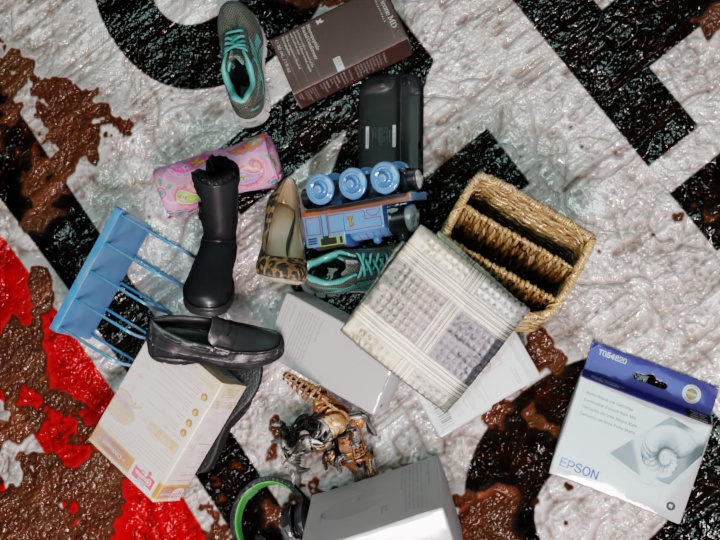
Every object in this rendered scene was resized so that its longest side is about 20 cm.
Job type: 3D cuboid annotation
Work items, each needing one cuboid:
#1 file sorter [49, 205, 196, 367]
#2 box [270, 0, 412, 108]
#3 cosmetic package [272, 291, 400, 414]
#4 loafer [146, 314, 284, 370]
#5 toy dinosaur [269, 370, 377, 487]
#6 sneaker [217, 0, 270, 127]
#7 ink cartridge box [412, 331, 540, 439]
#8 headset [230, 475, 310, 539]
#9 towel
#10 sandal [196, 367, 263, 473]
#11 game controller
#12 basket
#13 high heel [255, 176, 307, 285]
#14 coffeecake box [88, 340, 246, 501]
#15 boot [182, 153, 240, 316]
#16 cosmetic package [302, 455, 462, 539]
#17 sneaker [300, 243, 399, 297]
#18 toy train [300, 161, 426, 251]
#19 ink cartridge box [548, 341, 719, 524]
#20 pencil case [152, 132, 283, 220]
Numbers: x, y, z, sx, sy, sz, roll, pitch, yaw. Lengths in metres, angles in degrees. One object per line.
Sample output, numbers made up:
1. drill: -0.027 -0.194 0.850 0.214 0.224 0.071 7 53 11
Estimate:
1. file sorter: -0.346 0.032 1.610 0.121 0.139 0.202 28 87 10
2. box: -0.029 -0.344 1.651 0.197 0.075 0.102 -26 78 2
3. cosmetic package: -0.033 0.117 1.561 0.198 0.074 0.103 28 101 19
4. loafer: -0.204 0.097 1.518 0.196 0.071 0.069 3 42 -8
5. toy dinosaur: -0.054 0.229 1.548 0.134 0.102 0.202 -31 89 7
6. sneaker: -0.183 -0.329 1.654 0.076 0.091 0.204 -14 80 5
7. ink cartridge box: 0.141 0.115 1.571 0.172 0.044 0.202 -30 78 1
8. headset: -0.113 0.389 1.543 0.123 0.094 0.200 -42 67 1
9. towel: 0.100 0.064 1.471 0.199 0.035 0.194 38 99 -5
10. sandal: -0.206 0.209 1.612 0.075 0.048 0.202 35 102 20
11. game controller: 0.045 -0.203 1.641 0.102 0.042 0.205 -2 80 23
12. basket: 0.201 -0.015 1.496 0.198 0.149 0.144 31 68 0
13. high heel: -0.107 -0.059 1.551 0.070 0.200 0.146 10 97 -17
14. coffeecake box: -0.285 0.211 1.578 0.153 0.073 0.202 34 96 26
15. boot: -0.214 -0.055 1.536 0.075 0.201 0.171 3 123 1
16. cosmetic package: 0.036 0.367 1.458 0.197 0.199 0.125 -19 98 6
17. sneaker: 0.000 0.000 1.585 0.196 0.091 0.079 -11 81 7
18. toy train: 0.004 -0.094 1.580 0.196 0.086 0.117 -8 93 23
19. ink cartridge box: 0.389 0.226 1.517 0.196 0.041 0.204 19 85 11
20. pencil case: -0.219 -0.144 1.645 0.196 0.087 0.089 -18 79 6
